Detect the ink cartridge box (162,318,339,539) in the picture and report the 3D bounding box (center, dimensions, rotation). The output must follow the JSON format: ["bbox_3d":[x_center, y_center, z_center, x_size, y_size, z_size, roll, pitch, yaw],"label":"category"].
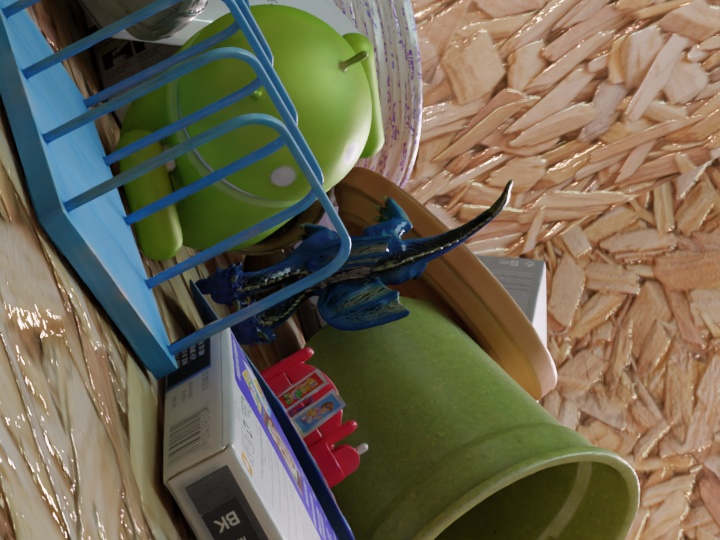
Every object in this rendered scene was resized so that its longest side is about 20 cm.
[{"bbox_3d":[-0.036,0.142,1.226,0.201,0.043,0.198,61,4,-16],"label":"ink cartridge box"}]

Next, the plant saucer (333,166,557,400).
[{"bbox_3d":[0.051,0.014,1.662,0.200,0.032,0.200,46,-11,11],"label":"plant saucer"}]

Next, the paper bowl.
[{"bbox_3d":[-0.037,-0.144,1.762,0.201,0.104,0.202,172,-90,-72],"label":"paper bowl"}]

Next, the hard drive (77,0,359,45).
[{"bbox_3d":[-0.107,-0.184,1.560,0.199,0.027,0.132,3,39,-45],"label":"hard drive"}]

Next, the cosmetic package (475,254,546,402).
[{"bbox_3d":[0.086,0.088,1.806,0.200,0.090,0.107,-69,161,-52],"label":"cosmetic package"}]

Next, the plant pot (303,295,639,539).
[{"bbox_3d":[0.044,0.121,1.558,0.184,0.200,0.201,54,-3,33],"label":"plant pot"}]

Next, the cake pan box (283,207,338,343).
[{"bbox_3d":[-0.010,0.058,1.850,0.185,0.052,0.201,76,-5,-52],"label":"cake pan box"}]

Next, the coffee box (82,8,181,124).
[{"bbox_3d":[-0.124,-0.143,1.641,0.113,0.080,0.200,60,6,-39],"label":"coffee box"}]

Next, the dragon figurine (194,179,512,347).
[{"bbox_3d":[0.000,0.000,1.522,0.099,0.199,0.059,-64,142,-67],"label":"dragon figurine"}]

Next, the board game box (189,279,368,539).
[{"bbox_3d":[-0.030,0.084,1.403,0.200,0.039,0.158,51,-12,50],"label":"board game box"}]

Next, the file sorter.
[{"bbox_3d":[-0.101,-0.080,1.235,0.139,0.122,0.201,60,5,-50],"label":"file sorter"}]

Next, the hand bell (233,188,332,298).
[{"bbox_3d":[-0.068,-0.022,1.744,0.200,0.104,0.105,86,-20,-68],"label":"hand bell"}]

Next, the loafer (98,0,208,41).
[{"bbox_3d":[-0.161,-0.222,1.427,0.200,0.070,0.070,44,36,-8],"label":"loafer"}]

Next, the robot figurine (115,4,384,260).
[{"bbox_3d":[-0.068,-0.081,1.417,0.116,0.175,0.200,63,-29,3],"label":"robot figurine"}]
